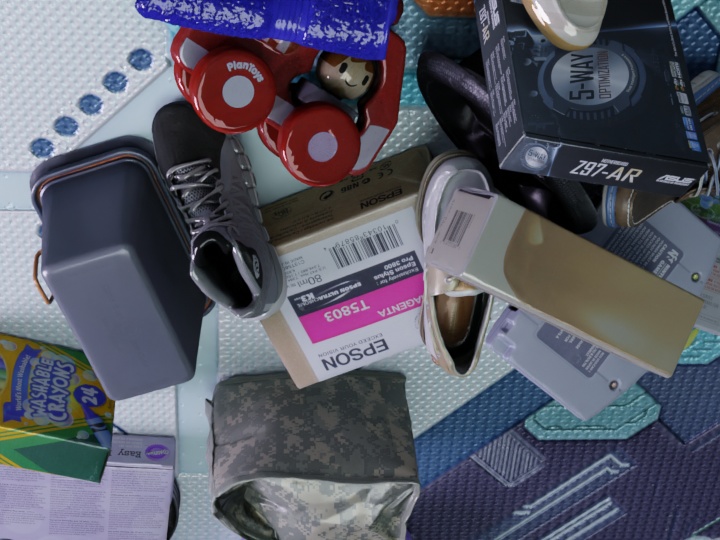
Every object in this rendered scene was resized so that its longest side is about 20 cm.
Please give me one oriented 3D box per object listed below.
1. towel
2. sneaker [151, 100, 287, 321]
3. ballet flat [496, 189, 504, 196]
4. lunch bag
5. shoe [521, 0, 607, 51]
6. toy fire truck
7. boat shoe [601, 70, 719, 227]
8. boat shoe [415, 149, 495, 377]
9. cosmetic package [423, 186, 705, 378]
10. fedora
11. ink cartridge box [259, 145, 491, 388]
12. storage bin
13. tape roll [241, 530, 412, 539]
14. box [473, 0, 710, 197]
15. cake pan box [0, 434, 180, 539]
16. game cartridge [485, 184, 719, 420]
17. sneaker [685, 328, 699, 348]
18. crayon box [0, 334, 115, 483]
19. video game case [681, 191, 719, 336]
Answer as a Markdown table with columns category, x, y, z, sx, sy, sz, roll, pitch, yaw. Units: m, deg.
| category | x | y | z | sx | sy | sz | roll | pitch | yaw |
| --- | --- | --- | --- | --- | --- | --- | --- | --- | --- |
| towel | -0.063 | -0.245 | 1.058 | 0.199 | 0.050 | 0.149 | 7 | 82 | -13 |
| sneaker | -0.122 | -0.050 | 1.162 | 0.075 | 0.115 | 0.201 | -27 | 91 | 9 |
| ballet flat | 0.193 | -0.106 | 1.228 | 0.072 | 0.072 | 0.200 | 31 | 119 | -25 |
| lunch bag | -0.053 | 0.182 | 1.357 | 0.199 | 0.164 | 0.118 | 5 | 125 | -9 |
| shoe | 0.147 | -0.263 | 1.042 | 0.070 | 0.053 | 0.201 | -9 | 89 | -20 |
| toy fire truck | -0.047 | -0.174 | 1.137 | 0.199 | 0.112 | 0.168 | 30 | 98 | -22 |
| boat shoe | 0.268 | -0.097 | 1.149 | 0.072 | 0.200 | 0.072 | 23 | 143 | 33 |
| boat shoe | 0.088 | -0.003 | 1.203 | 0.074 | 0.068 | 0.201 | -8 | 122 | -10 |
| cosmetic package | 0.162 | 0.008 | 1.133 | 0.199 | 0.105 | 0.071 | 25 | 90 | -18 |
| fedora | 0.141 | -0.125 | 1.160 | 0.092 | 0.200 | 0.201 | -43 | 124 | -8 |
| ink cartridge box | 0.000 | 0.000 | 1.283 | 0.199 | 0.075 | 0.165 | -21 | 125 | 9 |
| storage bin | -0.215 | 0.011 | 1.233 | 0.145 | 0.135 | 0.201 | -16 | 126 | 6 |
| tape roll | -0.037 | 0.337 | 1.539 | 0.199 | 0.066 | 0.201 | -2 | 126 | -3 |
| box | 0.173 | -0.160 | 1.089 | 0.159 | 0.201 | 0.044 | 8 | 148 | -20 |
| cake pan box | -0.286 | 0.248 | 1.457 | 0.199 | 0.052 | 0.185 | 3 | 128 | -8 |
| game cartridge | 0.215 | 0.022 | 1.219 | 0.133 | 0.041 | 0.200 | 38 | 90 | -12 |
| sneaker | 0.269 | -0.015 | 1.311 | 0.105 | 0.076 | 0.200 | -41 | 122 | 2 |
| crayon box | -0.329 | 0.119 | 1.308 | 0.199 | 0.126 | 0.052 | 13 | 124 | -15 |
| video game case | 0.328 | -0.036 | 1.270 | 0.199 | 0.023 | 0.183 | 19 | 95 | -18 |
